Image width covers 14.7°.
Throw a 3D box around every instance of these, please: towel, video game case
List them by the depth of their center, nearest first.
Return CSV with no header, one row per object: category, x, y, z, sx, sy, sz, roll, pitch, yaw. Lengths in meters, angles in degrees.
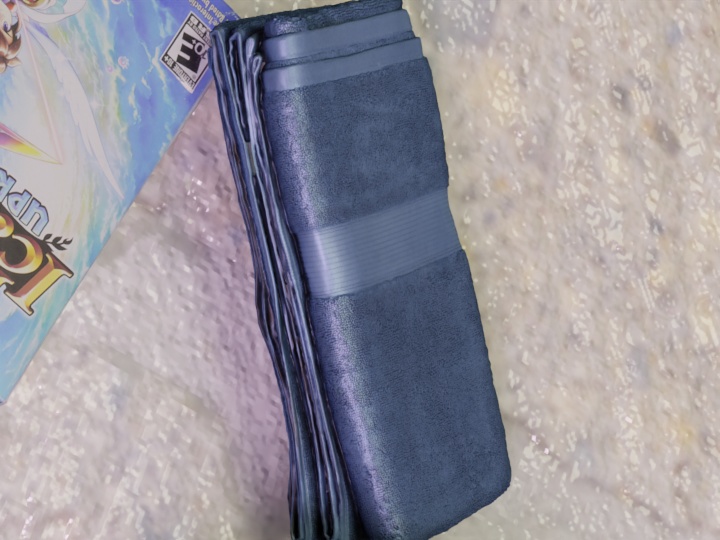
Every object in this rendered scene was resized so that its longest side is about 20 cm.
video game case,-0.158,-0.081,0.965,0.200,0.045,0.182,42,61,-20
towel,0.000,0.000,1.038,0.111,0.048,0.201,-17,96,-57
